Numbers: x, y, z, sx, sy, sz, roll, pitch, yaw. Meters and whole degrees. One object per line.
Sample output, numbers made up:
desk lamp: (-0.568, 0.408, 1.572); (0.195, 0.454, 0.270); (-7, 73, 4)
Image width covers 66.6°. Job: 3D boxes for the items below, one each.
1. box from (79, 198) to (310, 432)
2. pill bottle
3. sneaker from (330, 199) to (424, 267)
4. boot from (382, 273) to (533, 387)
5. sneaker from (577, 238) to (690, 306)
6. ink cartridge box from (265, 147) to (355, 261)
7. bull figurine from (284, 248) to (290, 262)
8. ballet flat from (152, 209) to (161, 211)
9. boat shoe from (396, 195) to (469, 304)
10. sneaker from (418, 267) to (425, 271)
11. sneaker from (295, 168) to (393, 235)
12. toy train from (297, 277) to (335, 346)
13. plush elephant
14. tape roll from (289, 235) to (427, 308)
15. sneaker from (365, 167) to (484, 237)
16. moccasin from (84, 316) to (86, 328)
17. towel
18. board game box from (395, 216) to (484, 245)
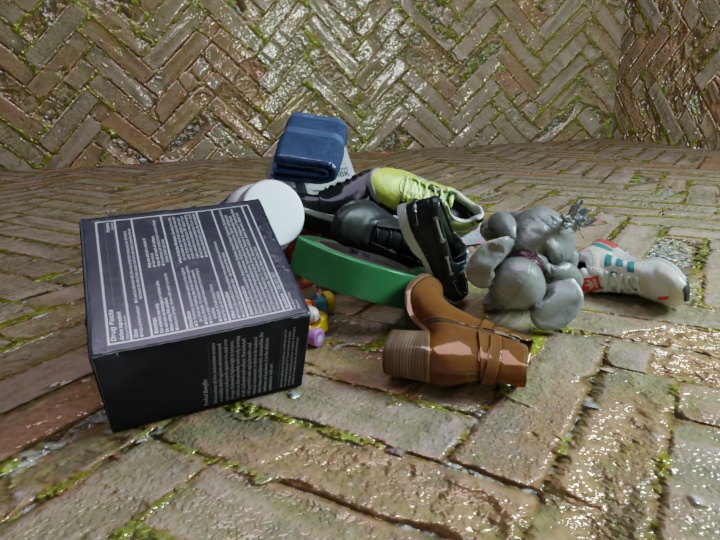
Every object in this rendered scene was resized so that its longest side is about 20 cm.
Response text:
box: (-0.181, 0.036, 0.588); (0.197, 0.124, 0.201); (-9, 44, -23)
pill bottle: (-0.170, -0.067, 0.845); (0.113, 0.115, 0.199); (-14, 0, -33)
sneaker: (0.048, -0.049, 0.799); (0.199, 0.077, 0.091); (11, 13, -38)
boot: (0.122, 0.071, 0.640); (0.153, 0.074, 0.200); (3, 30, 17)
sneaker: (0.382, 0.015, 0.812); (0.093, 0.071, 0.200); (-24, 25, -9)
ink cartridge box: (-0.074, -0.117, 0.995); (0.143, 0.202, 0.084); (-12, -14, -28)
bull figurine: (-0.213, -0.054, 1.019); (0.198, 0.065, 0.122); (5, 51, -4)
ballet flat: (-0.381, -0.101, 1.220); (0.198, 0.071, 0.071); (-1, 18, 0)
boat shoe: (0.116, -0.022, 0.745); (0.060, 0.200, 0.076); (-16, 51, 24)
sneaker: (0.045, -0.042, 0.934); (0.199, 0.087, 0.075); (31, -15, 8)
sneaker: (-0.039, -0.118, 0.894); (0.198, 0.107, 0.075); (14, -17, 5)
toy train: (-0.112, 0.052, 0.735); (0.149, 0.056, 0.200); (2, 19, 9)
plush elephant: (0.222, -0.001, 0.748); (0.155, 0.165, 0.200); (-46, -5, -16)
tape roll: (0.000, 0.000, 0.786); (0.199, 0.049, 0.200); (18, 7, -2)
sneaker: (0.103, -0.115, 0.847); (0.199, 0.076, 0.076); (18, -18, -18)
moccasin: (-0.303, 0.034, 0.768); (0.073, 0.078, 0.201); (6, 20, 22)
towel: (-0.082, -0.208, 0.925); (0.111, 0.049, 0.201); (8, 35, -1)
board game box: (0.125, -0.089, 1.154); (0.197, 0.044, 0.200); (-9, 19, -19)
